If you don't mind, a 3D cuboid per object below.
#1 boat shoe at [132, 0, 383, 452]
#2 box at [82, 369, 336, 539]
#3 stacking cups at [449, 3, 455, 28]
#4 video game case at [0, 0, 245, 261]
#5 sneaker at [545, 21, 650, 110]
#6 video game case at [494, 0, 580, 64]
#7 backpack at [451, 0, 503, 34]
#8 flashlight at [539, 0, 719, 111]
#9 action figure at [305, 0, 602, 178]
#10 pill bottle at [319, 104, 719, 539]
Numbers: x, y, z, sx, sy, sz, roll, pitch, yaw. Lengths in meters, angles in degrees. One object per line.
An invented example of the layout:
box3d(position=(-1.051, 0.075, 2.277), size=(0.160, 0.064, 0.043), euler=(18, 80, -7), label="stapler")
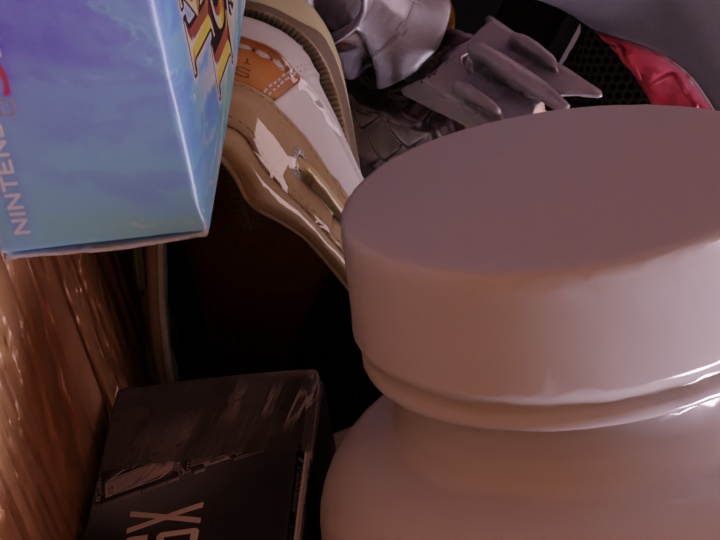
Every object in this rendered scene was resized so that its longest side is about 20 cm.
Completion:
box3d(position=(-0.015, 0.034, 0.610), size=(0.068, 0.074, 0.201), euler=(-80, 153, -59), label="boat shoe")
box3d(position=(-0.020, 0.148, 0.548), size=(0.158, 0.050, 0.201), euler=(-83, 165, -57), label="box")
box3d(position=(0.000, 0.000, 0.773), size=(0.061, 0.060, 0.201), euler=(74, 14, -55), label="stacking cups")
box3d(position=(-0.057, -0.136, 0.492), size=(0.182, 0.045, 0.201), euler=(-84, 166, -53), label="video game case")
box3d(position=(0.083, -0.068, 0.748), size=(0.076, 0.199, 0.115), euler=(-30, 93, -38), label="sneaker")
box3d(position=(0.137, -0.153, 0.808), size=(0.180, 0.026, 0.200), euler=(-22, 149, -45), label="video game case")
box3d(position=(0.056, -0.094, 0.972), size=(0.200, 0.150, 0.178), euler=(18, 66, -87), label="backpack")
box3d(position=(0.081, -0.046, 0.661), size=(0.200, 0.068, 0.068), euler=(57, -12, -11), label="flashlight")
box3d(position=(0.027, -0.011, 0.671), size=(0.130, 0.069, 0.200), euler=(45, -10, 44), label="action figure")
box3d(position=(0.055, 0.075, 0.528), size=(0.120, 0.119, 0.201), euler=(-77, 160, -67), label="pill bottle")
